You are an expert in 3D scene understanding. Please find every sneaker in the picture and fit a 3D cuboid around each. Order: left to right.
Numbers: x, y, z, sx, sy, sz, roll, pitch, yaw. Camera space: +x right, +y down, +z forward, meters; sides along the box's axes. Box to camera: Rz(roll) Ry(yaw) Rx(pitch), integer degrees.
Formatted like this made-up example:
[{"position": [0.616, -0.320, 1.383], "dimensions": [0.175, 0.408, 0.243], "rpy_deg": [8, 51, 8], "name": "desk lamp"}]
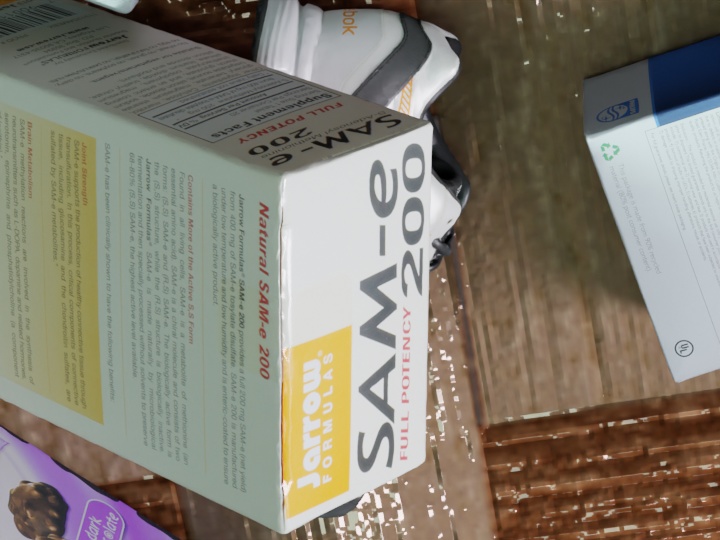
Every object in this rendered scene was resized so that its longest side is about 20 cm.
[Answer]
[{"position": [0.000, 0.000, 1.063], "dimensions": [0.079, 0.074, 0.201], "rpy_deg": [1, 115, 0], "name": "sneaker"}]

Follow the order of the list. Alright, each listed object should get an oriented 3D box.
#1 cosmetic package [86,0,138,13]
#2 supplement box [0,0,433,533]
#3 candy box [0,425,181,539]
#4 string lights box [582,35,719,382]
[{"position": [-0.151, -0.173, 0.995], "dimensions": [0.199, 0.074, 0.102], "rpy_deg": [19, 114, -4], "name": "cosmetic package"}, {"position": [-0.071, -0.009, 1.005], "dimensions": [0.199, 0.073, 0.127], "rpy_deg": [22, 122, 38], "name": "supplement box"}, {"position": [-0.158, 0.118, 1.072], "dimensions": [0.199, 0.168, 0.072], "rpy_deg": [34, 111, -12], "name": "candy box"}, {"position": [0.188, -0.044, 1.039], "dimensions": [0.199, 0.059, 0.103], "rpy_deg": [-18, 112, 11], "name": "string lights box"}]
